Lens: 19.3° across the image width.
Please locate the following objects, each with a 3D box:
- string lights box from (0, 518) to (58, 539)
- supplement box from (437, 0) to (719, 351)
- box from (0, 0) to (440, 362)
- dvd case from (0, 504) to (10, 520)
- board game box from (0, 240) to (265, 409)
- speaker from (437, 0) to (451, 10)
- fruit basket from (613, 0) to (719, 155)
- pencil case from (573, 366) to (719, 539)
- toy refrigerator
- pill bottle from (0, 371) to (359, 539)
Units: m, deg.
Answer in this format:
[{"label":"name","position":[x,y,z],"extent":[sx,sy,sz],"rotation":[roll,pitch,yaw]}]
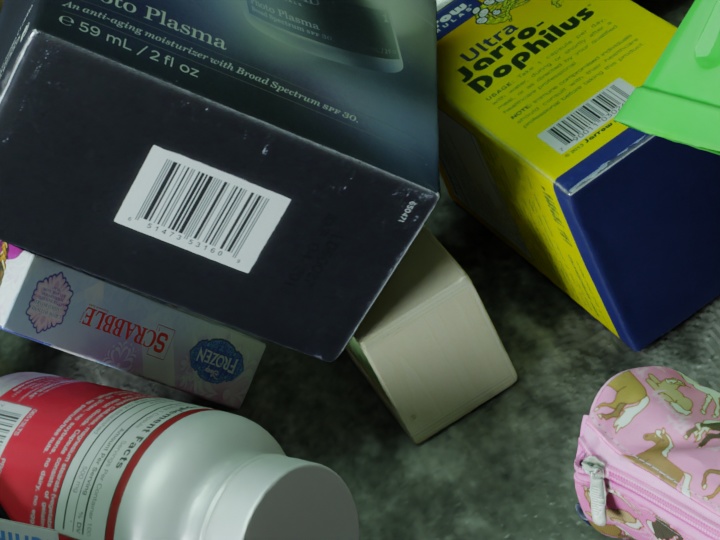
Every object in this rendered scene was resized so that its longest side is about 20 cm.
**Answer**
[{"label":"string lights box","position":[-0.174,0.214,0.891],"extent":[0.103,0.059,0.201],"rotation":[-21,66,29]},{"label":"supplement box","position":[0.115,-0.068,1.090],"extent":[0.109,0.109,0.200],"rotation":[-35,37,-9]},{"label":"box","position":[-0.073,-0.092,1.018],"extent":[0.123,0.199,0.199],"rotation":[-57,20,35]},{"label":"dvd case","position":[-0.226,0.187,0.987],"extent":[0.200,0.018,0.143],"rotation":[-50,50,10]},{"label":"board game box","position":[-0.182,0.004,1.101],"extent":[0.200,0.199,0.041],"rotation":[22,88,35]},{"label":"speaker","position":[0.126,-0.184,1.237],"extent":[0.200,0.081,0.081],"rotation":[-29,36,0]},{"label":"fruit basket","position":[0.220,-0.022,0.937],"extent":[0.216,0.216,0.155],"rotation":[-44,39,-21]},{"label":"pencil case","position":[0.173,0.108,0.864],"extent":[0.086,0.083,0.200],"rotation":[-41,39,-18]},{"label":"toy refrigerator","position":[0.000,0.000,1.111],"extent":[0.070,0.076,0.200],"rotation":[-32,37,-5]},{"label":"pill bottle","position":[-0.103,0.116,1.006],"extent":[0.199,0.112,0.112],"rotation":[9,50,39]}]
